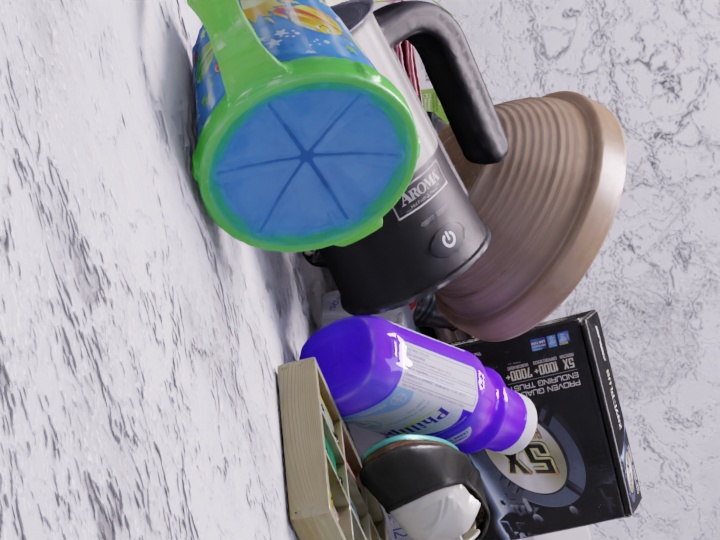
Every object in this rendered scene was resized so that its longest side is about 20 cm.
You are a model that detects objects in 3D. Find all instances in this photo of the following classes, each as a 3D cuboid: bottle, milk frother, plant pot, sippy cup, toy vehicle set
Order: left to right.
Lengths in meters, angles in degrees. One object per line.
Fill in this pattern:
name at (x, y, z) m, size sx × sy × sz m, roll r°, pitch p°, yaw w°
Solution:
sippy cup at (-0.045, -0.103, 1.280) m, size 0.131 × 0.139 × 0.178 m, roll -111°, pitch -155°, yaw -45°
milk frother at (-0.017, -0.086, 1.483) m, size 0.181 × 0.200 × 0.188 m, roll -46°, pitch 115°, yaw -45°
toy vehicle set at (-0.013, 0.166, 1.397) m, size 0.200 × 0.026 × 0.125 m, roll 69°, pitch 11°, yaw -49°
bottle at (0.047, 0.087, 1.481) m, size 0.200 × 0.083 × 0.065 m, roll 23°, pitch 55°, yaw -45°
plant pot at (0.100, -0.056, 1.575) m, size 0.093 × 0.201 × 0.201 m, roll 28°, pitch 34°, yaw -26°

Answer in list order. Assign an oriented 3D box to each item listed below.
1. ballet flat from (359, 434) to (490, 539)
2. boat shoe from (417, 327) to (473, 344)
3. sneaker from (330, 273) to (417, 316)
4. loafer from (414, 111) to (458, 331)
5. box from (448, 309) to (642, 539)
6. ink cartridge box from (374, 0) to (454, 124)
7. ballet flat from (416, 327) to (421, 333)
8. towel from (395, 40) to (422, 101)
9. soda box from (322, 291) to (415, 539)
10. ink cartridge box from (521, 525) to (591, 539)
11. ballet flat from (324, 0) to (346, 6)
ballet flat at (0.057, 0.160, 1.472) m, size 0.069 × 0.068 × 0.200 m, roll 67°, pitch 12°, yaw 18°
boat shoe at (0.038, -0.004, 1.806) m, size 0.200 × 0.073 × 0.075 m, roll 44°, pitch -28°, yaw 36°
sneaker at (0.000, 0.000, 1.687) m, size 0.200 × 0.078 × 0.082 m, roll -100°, pitch -160°, yaw -59°
loafer at (0.063, -0.039, 1.759) m, size 0.073 × 0.072 × 0.201 m, roll -36°, pitch -136°, yaw 53°
box at (0.111, 0.134, 1.702) m, size 0.086 × 0.199 × 0.164 m, roll -16°, pitch 94°, yaw -76°
ink cartridge box at (0.030, -0.177, 1.892) m, size 0.200 × 0.076 × 0.148 m, roll -121°, pitch -154°, yaw -68°
ballet flat at (0.030, 0.042, 1.862) m, size 0.200 × 0.075 × 0.064 m, roll -87°, pitch -166°, yaw -52°
towel at (0.003, -0.134, 1.722) m, size 0.200 × 0.023 × 0.145 m, roll -167°, pitch -113°, yaw -67°
soda box at (0.025, 0.108, 1.589) m, size 0.068 × 0.063 × 0.200 m, roll -92°, pitch 167°, yaw -59°
ink cartridge box at (0.114, 0.168, 1.871) m, size 0.200 × 0.085 × 0.146 m, roll 51°, pitch -15°, yaw 47°
ballet flat at (-0.040, -0.174, 1.685) m, size 0.069 × 0.069 × 0.201 m, roll 40°, pitch 38°, yaw -78°
